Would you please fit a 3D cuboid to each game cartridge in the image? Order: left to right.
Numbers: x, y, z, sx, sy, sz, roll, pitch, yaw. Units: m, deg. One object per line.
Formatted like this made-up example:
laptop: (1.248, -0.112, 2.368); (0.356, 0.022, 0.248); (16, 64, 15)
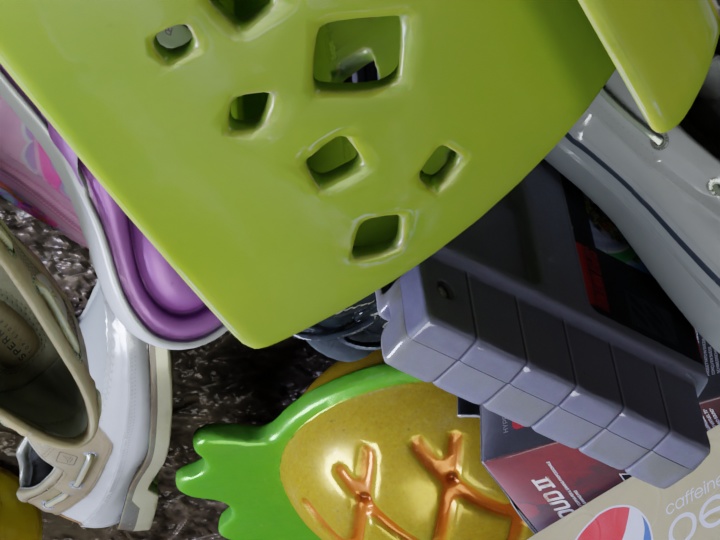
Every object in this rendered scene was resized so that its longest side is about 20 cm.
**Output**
game cartridge: (0.059, -0.023, 0.742); (0.129, 0.200, 0.038); (22, 128, -24)

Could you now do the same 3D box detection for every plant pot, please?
plant pot: (-0.007, -0.129, 0.626); (0.181, 0.199, 0.200); (-22, 136, 16)

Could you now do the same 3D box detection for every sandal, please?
sandal: (-0.080, -0.061, 0.737); (0.082, 0.050, 0.203); (-35, 120, -21)

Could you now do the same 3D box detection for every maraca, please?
maraca: (0.014, 0.089, 0.949); (0.199, 0.107, 0.137); (-15, 136, 19)

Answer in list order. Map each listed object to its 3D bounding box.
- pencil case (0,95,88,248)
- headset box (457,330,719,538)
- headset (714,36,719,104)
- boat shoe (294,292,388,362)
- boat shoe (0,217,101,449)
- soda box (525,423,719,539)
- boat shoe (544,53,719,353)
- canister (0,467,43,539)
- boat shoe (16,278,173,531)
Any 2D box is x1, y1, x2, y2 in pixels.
pencil case: (-0.112, -0.055, 0.798); (0.087, 0.088, 0.200); (-28, 132, 30)
headset box: (0.131, 0.017, 0.827); (0.199, 0.149, 0.075); (-17, 137, 22)
headset: (0.178, -0.111, 0.751); (0.200, 0.094, 0.123); (33, 138, -12)
boat shoe: (-0.002, -0.001, 0.775); (0.074, 0.199, 0.066); (10, 109, 12)
boat shoe: (-0.155, 0.003, 0.734); (0.073, 0.063, 0.201); (-38, 145, -3)
soda box: (0.138, 0.107, 0.765); (0.064, 0.068, 0.200); (27, 134, -29)
boat shoe: (0.105, -0.059, 0.740); (0.200, 0.074, 0.067); (47, 123, 6)
canister: (-0.273, 0.164, 1.067); (0.148, 0.087, 0.200); (26, 133, -27)
boat shoe: (-0.124, 0.062, 0.946); (0.068, 0.075, 0.200); (2, 142, -10)
